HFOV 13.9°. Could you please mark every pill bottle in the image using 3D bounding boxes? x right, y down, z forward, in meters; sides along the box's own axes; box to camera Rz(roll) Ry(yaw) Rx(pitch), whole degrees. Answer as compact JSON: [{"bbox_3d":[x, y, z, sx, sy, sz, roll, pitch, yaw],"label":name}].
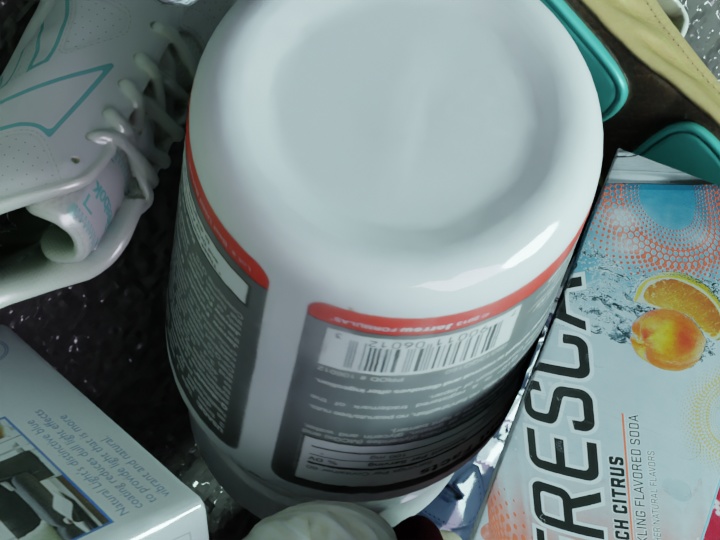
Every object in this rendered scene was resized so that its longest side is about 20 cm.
[{"bbox_3d":[0.000,0.000,0.882,0.116,0.116,0.200,-33,162,-21],"label":"pill bottle"}]

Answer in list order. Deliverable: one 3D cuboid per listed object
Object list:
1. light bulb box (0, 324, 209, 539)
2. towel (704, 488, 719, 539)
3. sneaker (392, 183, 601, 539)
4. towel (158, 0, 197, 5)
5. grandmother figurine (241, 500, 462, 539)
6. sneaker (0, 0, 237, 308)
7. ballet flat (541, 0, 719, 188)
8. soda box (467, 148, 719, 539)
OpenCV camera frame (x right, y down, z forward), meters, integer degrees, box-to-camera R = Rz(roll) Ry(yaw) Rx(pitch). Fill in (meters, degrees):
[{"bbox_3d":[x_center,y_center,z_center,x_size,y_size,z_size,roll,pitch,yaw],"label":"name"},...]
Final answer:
[{"bbox_3d":[-0.150,0.157,0.885,0.199,0.125,0.199,-24,127,-27],"label":"light bulb box"},{"bbox_3d":[0.108,0.136,1.011,0.200,0.023,0.145,-37,116,23],"label":"towel"},{"bbox_3d":[0.047,0.029,1.012,0.200,0.070,0.109,-37,137,-27],"label":"sneaker"},{"bbox_3d":[-0.036,-0.163,0.777,0.200,0.165,0.086,-39,137,-16],"label":"towel"},{"bbox_3d":[0.003,0.130,0.917,0.200,0.060,0.122,71,34,-56],"label":"grandmother figurine"},{"bbox_3d":[-0.080,-0.038,0.868,0.200,0.080,0.071,-43,131,-15],"label":"sneaker"},{"bbox_3d":[0.100,-0.056,0.957,0.063,0.069,0.200,-41,96,-38],"label":"ballet flat"},{"bbox_3d":[0.070,0.064,0.864,0.069,0.063,0.201,106,6,-52],"label":"soda box"}]
